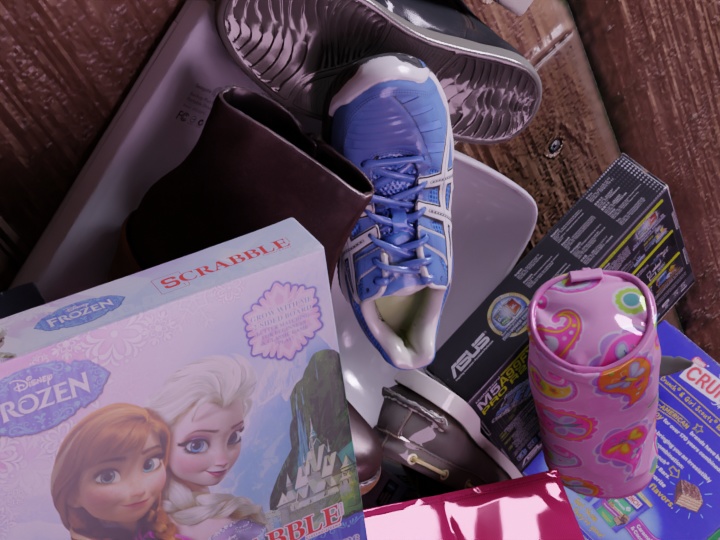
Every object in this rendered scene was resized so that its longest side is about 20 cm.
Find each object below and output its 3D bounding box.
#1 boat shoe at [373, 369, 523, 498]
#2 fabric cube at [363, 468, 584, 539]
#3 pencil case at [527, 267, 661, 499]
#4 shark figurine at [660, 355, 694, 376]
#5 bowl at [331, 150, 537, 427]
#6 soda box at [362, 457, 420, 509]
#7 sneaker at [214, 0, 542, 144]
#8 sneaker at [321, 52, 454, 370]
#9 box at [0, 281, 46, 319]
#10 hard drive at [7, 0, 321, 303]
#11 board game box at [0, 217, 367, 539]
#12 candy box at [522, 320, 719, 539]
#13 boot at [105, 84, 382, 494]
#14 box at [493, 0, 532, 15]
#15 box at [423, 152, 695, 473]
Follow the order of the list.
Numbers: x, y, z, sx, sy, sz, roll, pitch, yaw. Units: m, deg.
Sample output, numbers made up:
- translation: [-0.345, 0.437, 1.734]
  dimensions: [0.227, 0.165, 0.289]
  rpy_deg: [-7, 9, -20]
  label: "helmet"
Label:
- translation: [0.057, 0.129, 1.142]
  dimensions: [0.060, 0.072, 0.202]
  rpy_deg: [-55, 148, -11]
  label: "boat shoe"
- translation: [0.042, 0.268, 1.088]
  dimensions: [0.199, 0.200, 0.196]
  rpy_deg: [-7, 154, -33]
  label: "fabric cube"
- translation: [0.155, 0.077, 1.126]
  dimensions: [0.087, 0.087, 0.200]
  rpy_deg: [-38, 150, -12]
  label: "pencil case"
- translation: [0.154, 0.107, 1.324]
  dimensions: [0.214, 0.090, 0.129]
  rpy_deg: [-2, 125, -41]
  label: "shark figurine"
- translation: [0.000, 0.000, 1.083]
  dimensions: [0.199, 0.075, 0.200]
  rpy_deg: [20, 107, -53]
  label: "bowl"
- translation: [0.039, 0.172, 1.254]
  dimensions: [0.064, 0.068, 0.200]
  rpy_deg: [-60, 151, 7]
  label: "soda box"
- translation: [-0.002, -0.133, 0.966]
  dimensions: [0.199, 0.106, 0.075]
  rpy_deg: [17, 115, -29]
  label: "sneaker"
- translation: [0.023, -0.030, 0.936]
  dimensions: [0.075, 0.077, 0.201]
  rpy_deg: [-13, 134, -6]
  label: "sneaker"
- translation: [-0.241, 0.137, 0.911]
  dimensions: [0.198, 0.123, 0.201]
  rpy_deg: [-17, 133, -23]
  label: "box"
- translation: [-0.101, -0.050, 0.984]
  dimensions: [0.132, 0.026, 0.200]
  rpy_deg: [20, 107, -51]
  label: "hard drive"
- translation: [-0.100, 0.097, 0.853]
  dimensions: [0.199, 0.041, 0.200]
  rpy_deg: [-21, 121, -20]
  label: "board game box"
- translation: [0.237, 0.167, 1.387]
  dimensions: [0.200, 0.169, 0.077]
  rpy_deg: [-39, 146, -11]
  label: "candy box"
- translation: [-0.038, 0.017, 0.917]
  dimensions: [0.166, 0.200, 0.072]
  rpy_deg: [-51, 179, 36]
  label: "boot"
- translation: [0.042, -0.222, 0.937]
  dimensions: [0.200, 0.068, 0.082]
  rpy_deg: [24, 103, -51]
  label: "box"
- translation: [0.144, 0.036, 1.187]
  dimensions: [0.200, 0.044, 0.160]
  rpy_deg: [-47, 150, -6]
  label: "box"
